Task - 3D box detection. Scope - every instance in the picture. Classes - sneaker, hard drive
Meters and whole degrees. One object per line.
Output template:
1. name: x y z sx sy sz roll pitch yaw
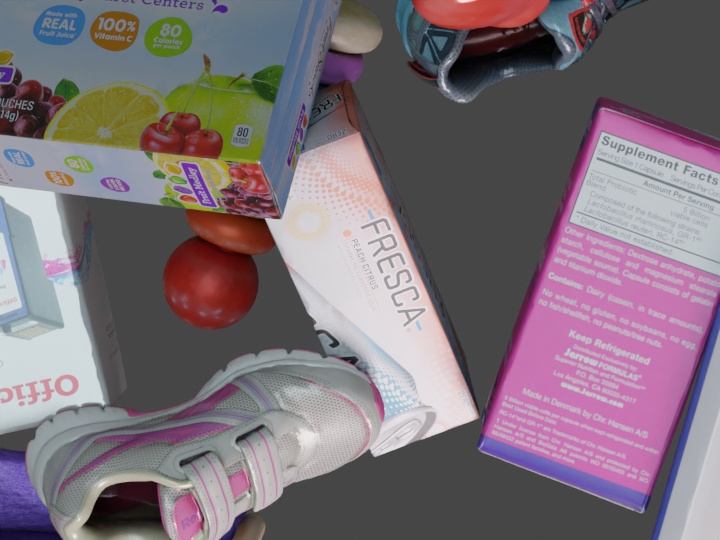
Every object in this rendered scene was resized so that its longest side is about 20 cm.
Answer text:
1. sneaker: 0.120 -0.146 1.554 0.200 0.096 0.079 -25 127 11
2. sneaker: -0.081 0.109 1.548 0.200 0.088 0.081 -18 125 4
3. hard drive: 0.208 0.112 1.573 0.025 0.132 0.200 20 99 33

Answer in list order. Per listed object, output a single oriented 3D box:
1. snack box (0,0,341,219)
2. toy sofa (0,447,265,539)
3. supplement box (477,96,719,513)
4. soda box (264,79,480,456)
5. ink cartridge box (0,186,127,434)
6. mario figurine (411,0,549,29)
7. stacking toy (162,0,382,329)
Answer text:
1. snack box: -0.120 -0.124 1.506 0.200 0.068 0.169 8 65 15
2. toy sofa: -0.156 0.153 1.621 0.200 0.083 0.098 5 98 3
3. supplement box: 0.144 0.015 1.576 0.103 0.101 0.200 21 97 2
4. soda box: 0.000 0.000 1.564 0.068 0.064 0.200 -20 120 6
5. ink cartridge box: -0.224 -0.007 1.605 0.145 0.088 0.200 -11 98 4
6. mario figurine: 0.063 -0.214 1.506 0.106 0.124 0.200 9 53 16
7. stacking toy: -0.060 -0.062 1.598 0.085 0.085 0.200 22 104 1
